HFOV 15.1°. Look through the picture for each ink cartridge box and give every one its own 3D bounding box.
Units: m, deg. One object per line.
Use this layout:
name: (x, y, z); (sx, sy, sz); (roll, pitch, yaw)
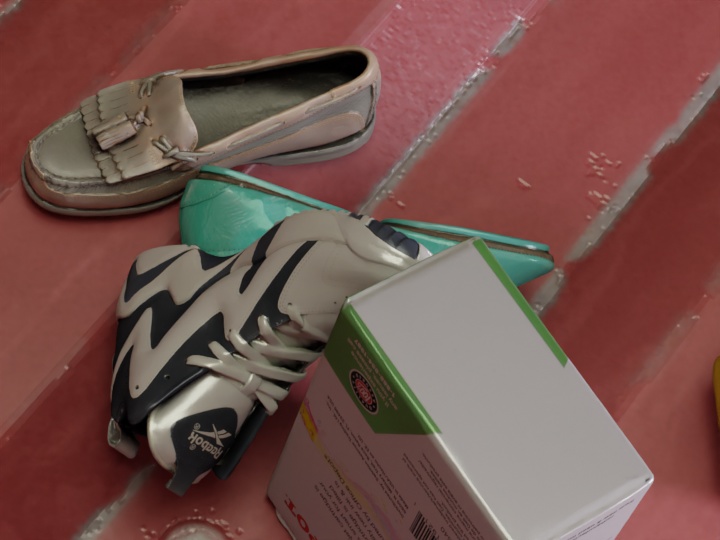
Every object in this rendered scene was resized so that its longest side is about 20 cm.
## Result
ink cartridge box: (0.041, 0.103, 1.292); (0.084, 0.200, 0.145); (-26, 69, -26)

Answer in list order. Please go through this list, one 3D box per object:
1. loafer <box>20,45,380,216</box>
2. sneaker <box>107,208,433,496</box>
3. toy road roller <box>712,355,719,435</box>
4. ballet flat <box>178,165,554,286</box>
loafer: (-0.084, -0.084, 1.446); (0.199, 0.063, 0.072); (-13, 64, -17)
sneaker: (-0.052, 0.048, 1.325); (0.198, 0.079, 0.130); (-5, 58, 35)
toy road roller: (0.275, 0.072, 1.415); (0.199, 0.146, 0.124); (25, 51, -41)
ballet flat: (0.000, 0.000, 1.425); (0.199, 0.067, 0.071); (12, 84, -4)
